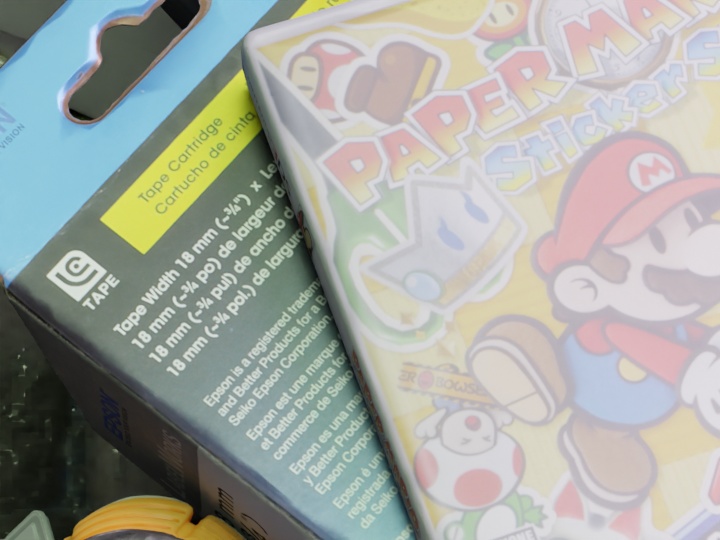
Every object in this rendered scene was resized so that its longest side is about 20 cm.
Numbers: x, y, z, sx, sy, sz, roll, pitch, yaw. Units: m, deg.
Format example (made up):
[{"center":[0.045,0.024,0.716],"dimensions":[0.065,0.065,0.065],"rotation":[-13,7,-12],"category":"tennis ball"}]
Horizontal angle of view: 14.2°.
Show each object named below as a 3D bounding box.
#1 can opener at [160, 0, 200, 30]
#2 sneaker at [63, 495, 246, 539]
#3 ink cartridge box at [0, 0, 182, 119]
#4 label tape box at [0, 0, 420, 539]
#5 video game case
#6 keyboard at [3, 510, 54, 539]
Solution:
[{"center":[0.018,-0.034,0.836],"dimensions":[0.200,0.079,0.063],"rotation":[37,67,-11],"category":"can opener"},{"center":[-0.016,0.149,0.713],"dimensions":[0.200,0.078,0.077],"rotation":[45,22,2],"category":"sneaker"},{"center":[-0.071,-0.156,0.935],"dimensions":[0.147,0.083,0.200],"rotation":[20,56,6],"category":"ink cartridge box"},{"center":[0.000,0.000,0.755],"dimensions":[0.200,0.063,0.144],"rotation":[38,71,14],"category":"label tape box"},{"center":[0.093,-0.007,0.713],"dimensions":[0.200,0.023,0.182],"rotation":[-18,69,-8],"category":"video game case"},{"center":[-0.073,0.160,0.745],"dimensions":[0.011,0.056,0.200],"rotation":[6,51,-38],"category":"keyboard"}]
